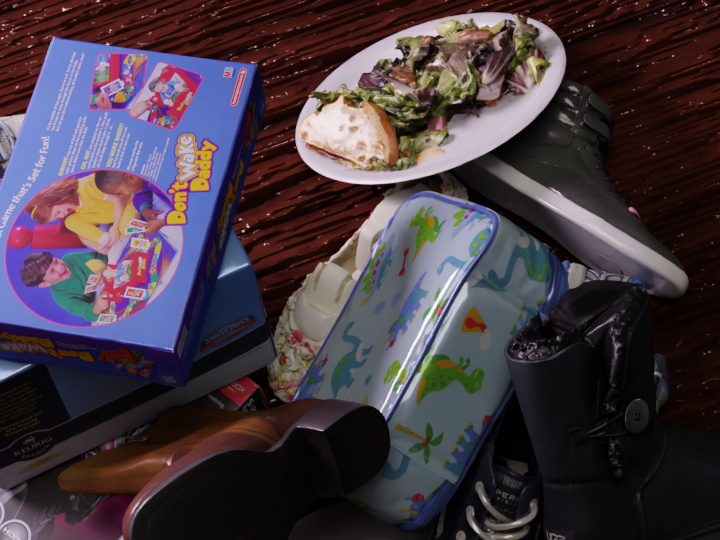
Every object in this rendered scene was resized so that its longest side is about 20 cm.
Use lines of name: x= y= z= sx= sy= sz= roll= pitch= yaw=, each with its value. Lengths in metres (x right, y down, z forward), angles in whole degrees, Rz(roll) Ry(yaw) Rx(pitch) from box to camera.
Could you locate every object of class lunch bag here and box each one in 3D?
lunch bag: x=0.036 y=0.052 z=1.230 sx=0.082 sy=0.161 sz=0.201 roll=31 pitch=85 yaw=-24

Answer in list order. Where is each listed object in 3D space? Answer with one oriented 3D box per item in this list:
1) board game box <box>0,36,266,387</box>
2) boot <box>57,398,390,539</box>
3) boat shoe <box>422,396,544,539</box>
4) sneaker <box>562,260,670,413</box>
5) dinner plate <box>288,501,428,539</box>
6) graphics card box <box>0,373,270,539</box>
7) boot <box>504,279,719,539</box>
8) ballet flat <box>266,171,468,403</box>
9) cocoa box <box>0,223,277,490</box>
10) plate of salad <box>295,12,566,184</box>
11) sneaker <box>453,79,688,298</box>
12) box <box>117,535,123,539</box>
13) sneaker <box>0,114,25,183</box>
board game box: x=-0.145 y=-0.038 z=1.168 sx=0.133 sy=0.045 sz=0.202 roll=9 pitch=61 yaw=10
boot: x=-0.112 y=0.115 z=1.134 sx=0.199 sy=0.069 sz=0.188 roll=-2 pitch=23 yaw=45
boat shoe: x=0.073 y=0.167 z=1.196 sx=0.074 sy=0.093 sz=0.201 roll=16 pitch=53 yaw=-4
sneaker: x=0.161 y=0.084 z=1.267 sx=0.084 sy=0.077 sz=0.202 roll=2 pitch=64 yaw=-2
dinner plate: x=0.009 y=0.233 z=1.230 sx=0.198 sy=0.024 sz=0.202 roll=-2 pitch=63 yaw=3
graphics card box: x=-0.170 y=0.121 z=1.289 sx=0.125 sy=0.051 sz=0.200 roll=36 pitch=71 yaw=21
boot: x=0.178 y=0.085 z=1.180 sx=0.199 sy=0.170 sz=0.076 roll=-20 pitch=19 yaw=-32
ballet flat: x=0.000 y=0.000 z=1.329 sx=0.075 sy=0.064 sz=0.200 roll=29 pitch=69 yaw=25
cocoa box: x=-0.172 y=0.019 z=1.240 sx=0.199 sy=0.132 sz=0.134 roll=-25 pitch=61 yaw=-9
plate of salad: x=0.045 y=-0.130 z=1.365 sx=0.198 sy=0.048 sz=0.201 roll=-16 pitch=34 yaw=11
sneaker: x=0.161 y=-0.066 z=1.345 sx=0.199 sy=0.071 sz=0.099 roll=35 pitch=75 yaw=25
box: x=-0.108 y=0.280 z=1.137 sx=0.124 sy=0.149 sz=0.200 roll=-38 pitch=65 yaw=-5
sneaker: x=-0.285 y=-0.069 z=1.360 sx=0.198 sy=0.085 sz=0.078 roll=-20 pitch=69 yaw=-18
